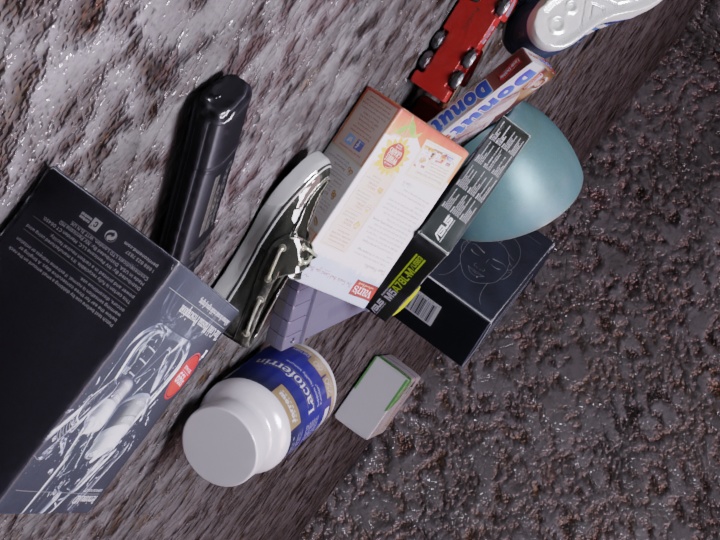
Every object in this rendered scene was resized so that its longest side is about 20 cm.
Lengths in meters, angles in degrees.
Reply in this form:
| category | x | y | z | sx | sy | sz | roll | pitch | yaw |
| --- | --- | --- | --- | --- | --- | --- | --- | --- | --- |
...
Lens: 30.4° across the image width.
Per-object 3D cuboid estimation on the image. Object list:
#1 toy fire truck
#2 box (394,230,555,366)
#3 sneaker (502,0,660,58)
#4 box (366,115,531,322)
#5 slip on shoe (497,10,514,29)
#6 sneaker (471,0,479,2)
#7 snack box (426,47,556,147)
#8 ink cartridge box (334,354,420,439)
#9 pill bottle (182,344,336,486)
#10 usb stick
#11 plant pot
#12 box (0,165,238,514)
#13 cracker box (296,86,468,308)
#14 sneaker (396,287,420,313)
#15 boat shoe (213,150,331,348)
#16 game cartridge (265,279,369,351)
| category | x | y | z | sx | sy | sz | roll | pitch | yaw |
| --- | --- | --- | --- | --- | --- | --- | --- | --- | --- |
| toy fire truck | 0.110 | -0.232 | 1.466 | 0.200 | 0.049 | 0.141 | -57 | 170 | 10 |
| box | 0.132 | -0.009 | 1.871 | 0.197 | 0.200 | 0.124 | -46 | 169 | -38 |
| sneaker | 0.250 | -0.304 | 1.498 | 0.200 | 0.081 | 0.146 | -32 | -170 | -8 |
| box | 0.094 | -0.055 | 1.501 | 0.200 | 0.048 | 0.193 | -53 | 178 | -31 |
| slip on shoe | 0.222 | -0.341 | 1.595 | 0.200 | 0.061 | 0.076 | -45 | 166 | -44 |
| sneaker | 0.163 | -0.339 | 1.333 | 0.200 | 0.075 | 0.076 | -36 | 168 | -33 |
| snack box | 0.117 | -0.167 | 1.446 | 0.200 | 0.024 | 0.072 | -37 | 160 | 21 |
| ink cartridge box | 0.037 | 0.247 | 2.610 | 0.145 | 0.084 | 0.200 | -55 | 171 | 3 |
| pill bottle | -0.116 | 0.164 | 1.523 | 0.116 | 0.116 | 0.200 | -60 | 169 | 26 |
| usb stick | -0.119 | -0.065 | 0.990 | 0.055 | 0.033 | 0.200 | -56 | 173 | -41 |
| plant pot | 0.177 | -0.153 | 1.731 | 0.200 | 0.200 | 0.135 | -49 | 132 | -31 |
| box | -0.187 | 0.055 | 0.859 | 0.182 | 0.104 | 0.200 | -53 | 170 | -5 |
| cracker box | 0.005 | -0.070 | 1.342 | 0.200 | 0.058 | 0.134 | -56 | 143 | 6 |
| sneaker | 0.000 | 0.000 | 1.679 | 0.074 | 0.082 | 0.200 | -42 | 152 | 8 |
| boat shoe | -0.074 | -0.019 | 1.258 | 0.200 | 0.064 | 0.071 | -57 | 170 | 14 |
| game cartridge | -0.022 | 0.007 | 1.524 | 0.200 | 0.038 | 0.130 | -24 | 143 | -50 |
